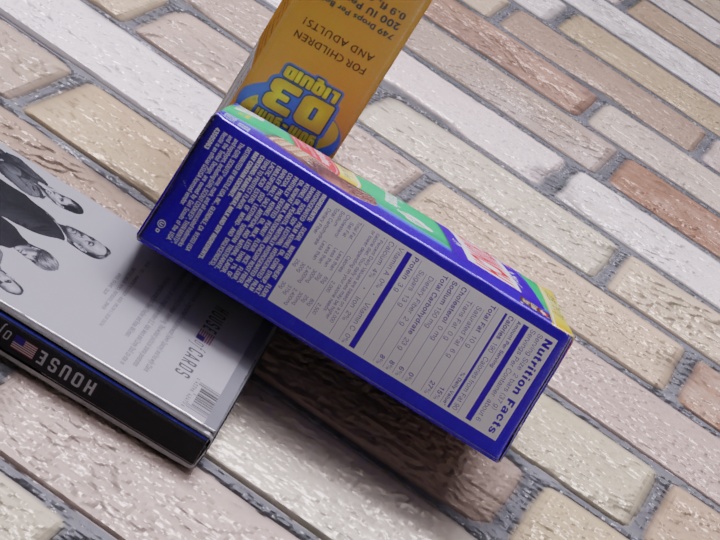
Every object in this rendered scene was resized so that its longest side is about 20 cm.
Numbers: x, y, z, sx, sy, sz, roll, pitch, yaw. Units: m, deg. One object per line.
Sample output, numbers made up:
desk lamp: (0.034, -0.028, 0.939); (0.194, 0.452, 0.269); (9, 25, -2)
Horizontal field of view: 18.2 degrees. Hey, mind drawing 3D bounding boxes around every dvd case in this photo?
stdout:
dvd case: (-0.139, 0.003, 1.031); (0.200, 0.025, 0.150); (32, 22, -2)

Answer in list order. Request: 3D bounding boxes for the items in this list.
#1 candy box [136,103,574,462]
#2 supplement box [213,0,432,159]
candy box: (0.000, 0.000, 1.105); (0.200, 0.077, 0.169); (32, 5, -3)
supplement box: (-0.021, -0.114, 1.200); (0.066, 0.200, 0.069); (28, 25, -10)
